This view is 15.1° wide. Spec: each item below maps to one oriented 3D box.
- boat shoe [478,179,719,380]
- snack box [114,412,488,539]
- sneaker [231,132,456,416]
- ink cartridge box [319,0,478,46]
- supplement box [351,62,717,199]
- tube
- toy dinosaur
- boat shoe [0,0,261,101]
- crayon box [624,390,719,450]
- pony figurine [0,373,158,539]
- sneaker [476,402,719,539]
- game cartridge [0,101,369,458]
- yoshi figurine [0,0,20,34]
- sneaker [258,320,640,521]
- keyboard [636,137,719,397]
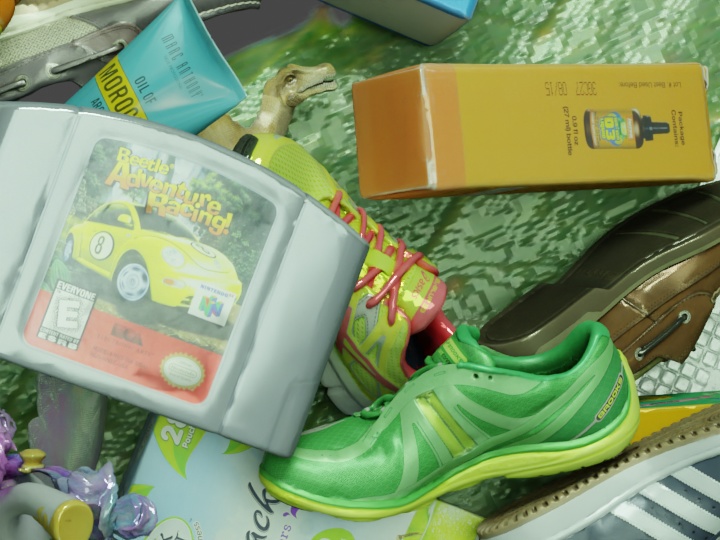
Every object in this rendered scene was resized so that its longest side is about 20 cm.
[{"bbox_3d":[0.153,0.018,1.467,0.200,0.072,0.068,-31,109,-17],"label":"boat shoe"},{"bbox_3d":[-0.044,0.177,1.429,0.200,0.068,0.169,21,83,-6],"label":"snack box"},{"bbox_3d":[0.000,0.000,1.394,0.200,0.090,0.078,52,51,-38],"label":"sneaker"},{"bbox_3d":[0.018,-0.243,1.451,0.146,0.084,0.200,22,79,-8],"label":"ink cartridge box"},{"bbox_3d":[0.094,-0.074,1.430,0.200,0.069,0.067,-3,86,-34],"label":"supplement box"},{"bbox_3d":[-0.146,-0.055,1.393,0.200,0.050,0.077,-39,63,16],"label":"tube"},{"bbox_3d":[-0.076,-0.032,1.420,0.200,0.058,0.101,-48,125,-39],"label":"toy dinosaur"},{"bbox_3d":[-0.144,-0.117,1.431,0.200,0.072,0.065,-15,94,-6],"label":"boat shoe"},{"bbox_3d":[0.231,0.124,1.477,0.200,0.058,0.119,-4,94,-9],"label":"crayon box"},{"bbox_3d":[-0.176,0.124,1.336,0.166,0.200,0.193,-2,103,-35],"label":"pony figurine"},{"bbox_3d":[0.171,0.138,1.401,0.200,0.070,0.109,-25,92,0],"label":"sneaker"},{"bbox_3d":[-0.103,-0.002,1.309,0.200,0.041,0.133,20,87,-13],"label":"game cartridge"},{"bbox_3d":[-0.195,-0.216,1.387,0.112,0.112,0.200,15,71,15],"label":"yoshi figurine"},{"bbox_3d":[0.041,0.070,1.374,0.200,0.074,0.084,-14,109,-11],"label":"sneaker"},{"bbox_3d":[0.202,-0.009,1.511,0.056,0.011,0.200,25,83,-7],"label":"keyboard"}]
